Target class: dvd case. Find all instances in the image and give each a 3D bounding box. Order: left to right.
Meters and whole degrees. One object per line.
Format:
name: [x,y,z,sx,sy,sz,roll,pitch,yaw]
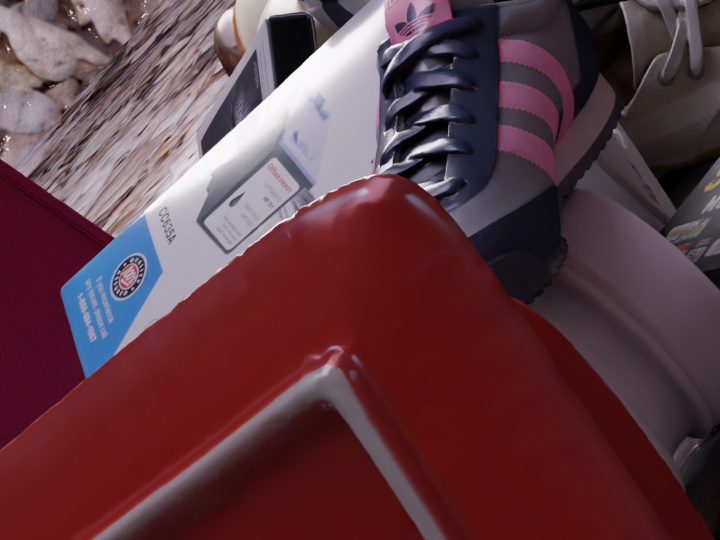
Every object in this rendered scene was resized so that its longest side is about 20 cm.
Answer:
dvd case: [-0.040,-0.014,1.281,0.025,0.151,0.200,-5,-10,-13]

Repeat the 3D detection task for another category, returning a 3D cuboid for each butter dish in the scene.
butter dish: [0.022,0.090,0.742,0.199,0.200,0.148,-38,-6,32]

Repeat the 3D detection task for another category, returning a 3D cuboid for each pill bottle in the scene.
pill bottle: [0.026,0.075,0.868,0.200,0.112,0.112,-46,12,-9]

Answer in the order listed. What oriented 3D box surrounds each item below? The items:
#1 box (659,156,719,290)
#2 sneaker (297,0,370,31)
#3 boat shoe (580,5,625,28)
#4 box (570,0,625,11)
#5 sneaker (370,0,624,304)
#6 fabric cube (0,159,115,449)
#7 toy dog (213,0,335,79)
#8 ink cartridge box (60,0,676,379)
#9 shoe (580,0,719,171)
box: [0.179,-0.044,0.885,0.159,0.048,0.200,-51,13,-18]
sneaker: [-0.022,-0.156,1.166,0.080,0.129,0.199,-49,21,4]
boat shoe: [0.139,-0.137,1.144,0.199,0.069,0.057,-16,50,11]
box: [0.130,-0.137,0.959,0.199,0.035,0.110,-14,-20,-11]
sneaker: [0.023,-0.042,0.845,0.070,0.082,0.200,-19,19,20]
fabric cube: [-0.189,0.070,1.312,0.200,0.196,0.200,-56,4,-14]
toy dog: [-0.005,-0.101,1.387,0.140,0.194,0.200,-54,20,5]
ink cartridge box: [0.000,0.000,1.035,0.200,0.086,0.147,-43,32,11]
shoe: [0.092,-0.070,1.113,0.199,0.070,0.053,-19,-19,21]
